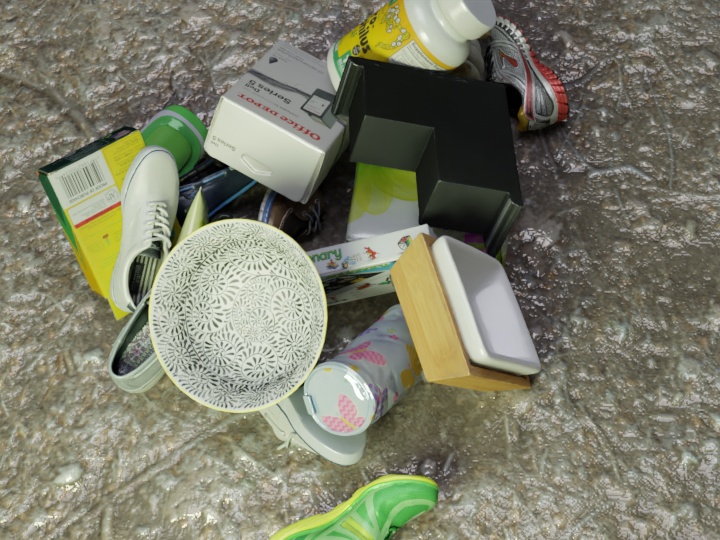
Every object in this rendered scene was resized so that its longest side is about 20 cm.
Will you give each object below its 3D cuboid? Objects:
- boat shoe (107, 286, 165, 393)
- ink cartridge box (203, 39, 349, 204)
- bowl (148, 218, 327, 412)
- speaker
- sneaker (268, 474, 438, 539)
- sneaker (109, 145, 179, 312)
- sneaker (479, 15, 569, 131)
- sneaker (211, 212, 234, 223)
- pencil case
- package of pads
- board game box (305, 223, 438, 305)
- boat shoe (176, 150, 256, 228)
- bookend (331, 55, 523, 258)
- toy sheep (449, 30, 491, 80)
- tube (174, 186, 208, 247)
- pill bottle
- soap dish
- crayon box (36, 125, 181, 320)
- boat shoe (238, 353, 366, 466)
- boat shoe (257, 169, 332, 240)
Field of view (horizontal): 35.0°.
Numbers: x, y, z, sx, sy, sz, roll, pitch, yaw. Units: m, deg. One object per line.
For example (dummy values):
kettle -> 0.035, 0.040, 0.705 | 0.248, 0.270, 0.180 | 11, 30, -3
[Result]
boat shoe -> -0.216, 0.049, 1.298 | 0.070, 0.072, 0.202 | 32, 80, 12
ink cartridge box -> -0.086, -0.190, 1.432 | 0.144, 0.084, 0.200 | 28, 36, 2
bowl -> -0.117, 0.048, 1.230 | 0.198, 0.094, 0.203 | 0, 89, 16
speaker -> -0.282, -0.122, 1.484 | 0.088, 0.089, 0.201 | 26, 62, 22
sneaker -> -0.002, 0.281, 1.187 | 0.199, 0.074, 0.084 | -28, 54, -1
sneaker -> -0.246, -0.045, 1.351 | 0.072, 0.202, 0.071 | 5, 8, -34
sneaker -> 0.196, -0.267, 1.528 | 0.082, 0.078, 0.201 | -26, 57, -11
sneaker -> -0.159, 0.017, 1.371 | 0.078, 0.090, 0.202 | -13, 56, -2
pencil case -> 0.017, 0.104, 1.243 | 0.090, 0.084, 0.200 | 6, 21, 26
package of pads -> 0.086, -0.073, 1.417 | 0.198, 0.068, 0.156 | 3, 55, 9
board game box -> 0.000, 0.000, 1.316 | 0.198, 0.126, 0.035 | -12, 72, 13
boat shoe -> -0.172, -0.135, 1.473 | 0.200, 0.069, 0.084 | -45, 31, -23
bookend -> 0.073, -0.133, 1.323 | 0.196, 0.092, 0.202 | 8, 50, -13
toy sheep -> 0.104, -0.274, 1.513 | 0.136, 0.138, 0.202 | 1, 60, 7
tube -> -0.212, 0.004, 1.380 | 0.058, 0.052, 0.202 | -10, 62, 48
pill bottle -> 0.063, -0.279, 1.393 | 0.199, 0.112, 0.114 | -30, 47, 33
soap dish -> 0.114, 0.054, 1.243 | 0.081, 0.200, 0.159 | -26, 70, 20
crayon box -> -0.293, -0.057, 1.392 | 0.126, 0.202, 0.051 | -31, 25, -25
boat shoe -> -0.072, 0.165, 1.268 | 0.074, 0.087, 0.201 | -25, 50, -39
boat shoe -> -0.080, -0.083, 1.440 | 0.072, 0.073, 0.202 | 9, 56, 8
